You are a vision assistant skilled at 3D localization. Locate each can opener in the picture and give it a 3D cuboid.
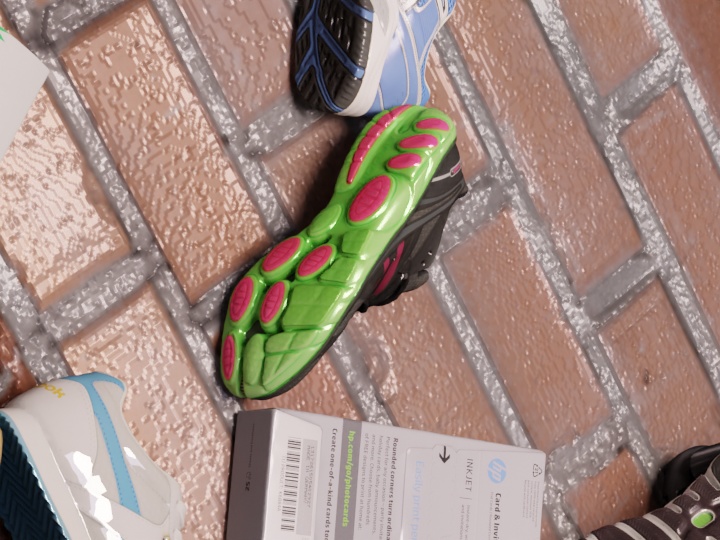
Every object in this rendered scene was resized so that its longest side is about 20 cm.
[{"bbox_3d":[0.266,0.147,1.436,0.200,0.079,0.064,12,69,-46],"label":"can opener"}]

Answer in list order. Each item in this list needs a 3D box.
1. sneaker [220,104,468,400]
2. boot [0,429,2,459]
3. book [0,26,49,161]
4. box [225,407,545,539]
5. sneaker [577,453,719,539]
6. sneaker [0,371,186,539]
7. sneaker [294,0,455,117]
[{"bbox_3d":[0.000,0.000,1.235,0.200,0.077,0.084,-50,134,-17],"label":"sneaker"},{"bbox_3d":[-0.268,0.110,1.020,0.155,0.072,0.200,44,61,-23],"label":"boot"},{"bbox_3d":[-0.248,-0.055,1.076,0.134,0.048,0.200,40,60,-32],"label":"book"},{"bbox_3d":[0.015,0.167,1.250,0.200,0.041,0.156,11,79,-35],"label":"box"},{"bbox_3d":[0.192,0.193,1.327,0.200,0.076,0.116,-28,138,-18],"label":"sneaker"},{"bbox_3d":[-0.120,0.148,1.123,0.081,0.076,0.200,-28,100,-38],"label":"sneaker"},{"bbox_3d":[0.014,-0.183,1.281,0.077,0.076,0.201,14,86,-42],"label":"sneaker"}]
